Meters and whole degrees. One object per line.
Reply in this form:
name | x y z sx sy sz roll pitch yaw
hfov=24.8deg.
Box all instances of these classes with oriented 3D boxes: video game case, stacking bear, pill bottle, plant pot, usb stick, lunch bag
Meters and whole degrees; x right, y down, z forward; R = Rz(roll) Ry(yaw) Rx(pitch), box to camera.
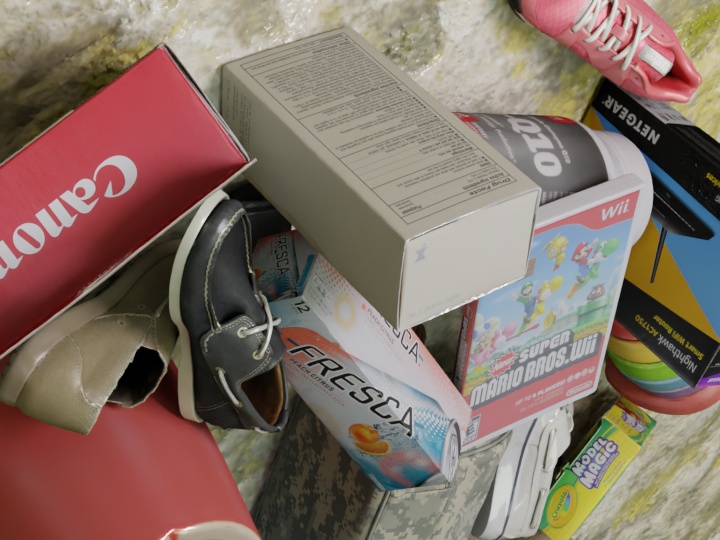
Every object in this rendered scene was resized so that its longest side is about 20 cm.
video game case | 0.129 0.033 1.166 0.142 0.017 0.201 -20 136 -29
stacking bear | 0.246 0.033 1.395 0.121 0.114 0.200 -44 138 -2
pill bottle | 0.112 -0.055 1.177 0.199 0.114 0.115 -3 126 -42
plant pot | -0.165 0.162 1.066 0.199 0.177 0.202 -24 138 -24
usb stick | -0.080 0.025 1.138 0.055 0.033 0.201 -17 134 -33
lunch bag | 0.026 0.179 1.289 0.167 0.139 0.201 -4 127 -36

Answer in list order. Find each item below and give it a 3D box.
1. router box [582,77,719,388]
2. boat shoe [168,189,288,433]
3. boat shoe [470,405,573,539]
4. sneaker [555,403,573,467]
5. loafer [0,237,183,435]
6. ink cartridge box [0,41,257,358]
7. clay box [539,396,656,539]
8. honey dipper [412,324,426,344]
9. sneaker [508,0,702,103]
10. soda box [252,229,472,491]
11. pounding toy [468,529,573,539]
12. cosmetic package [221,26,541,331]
router box | 0.232 -0.031 1.240 0.051 0.200 0.150 -1 125 -44
boat shoe | -0.073 0.028 0.987 0.072 0.067 0.201 -57 160 -36
boat shoe | 0.140 0.129 1.325 0.065 0.072 0.202 6 106 -20
sneaker | 0.154 0.087 1.376 0.073 0.080 0.201 -21 135 -26
loafer | -0.145 0.045 1.018 0.200 0.067 0.076 -40 172 -50
ink cartridge box | -0.164 -0.030 0.890 0.200 0.175 0.084 -39 98 -9
clay box | 0.208 0.179 1.469 0.115 0.047 0.200 -54 170 11
honey dipper | 0.000 0.000 1.187 0.038 0.038 0.200 -40 141 -6
sneaker | 0.183 -0.174 1.157 0.199 0.087 0.074 21 108 -50
soda box | -0.003 0.062 1.098 0.200 0.063 0.069 52 42 -33
pounding toy | 0.120 0.336 1.519 0.183 0.142 0.201 9 118 -46
cosmetic package | 0.007 -0.062 1.002 0.103 0.200 0.074 -21 137 -27
